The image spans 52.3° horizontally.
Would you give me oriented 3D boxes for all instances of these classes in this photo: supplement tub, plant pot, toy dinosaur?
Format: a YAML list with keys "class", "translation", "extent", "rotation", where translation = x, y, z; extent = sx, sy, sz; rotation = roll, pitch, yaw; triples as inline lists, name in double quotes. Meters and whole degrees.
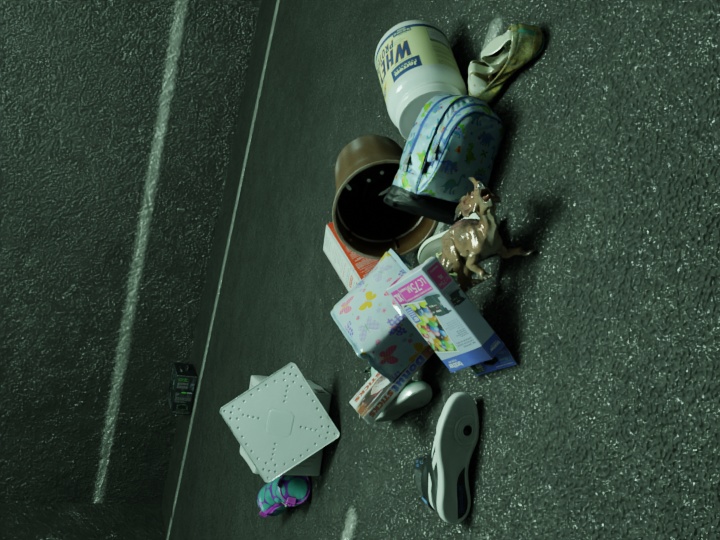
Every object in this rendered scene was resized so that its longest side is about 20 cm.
- class: "supplement tub"
  translation: [0.110, -0.336, 1.318]
  extent: [0.145, 0.144, 0.201]
  rotation: [121, 148, -43]
- class: "plant pot"
  translation: [0.033, -0.156, 1.402]
  extent: [0.199, 0.199, 0.201]
  rotation: [-106, 31, -57]
- class: "toy dinosaur"
  translation: [0.159, -0.049, 1.081]
  extent: [0.200, 0.086, 0.136]
  rotation: [-36, 82, 46]

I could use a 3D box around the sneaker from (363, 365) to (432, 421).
- class: "sneaker"
  translation: [0.063, 0.201, 1.341]
  extent: [0.200, 0.073, 0.119]
  rotation: [135, 131, -59]

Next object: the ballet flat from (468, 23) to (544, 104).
- class: "ballet flat"
  translation: [0.212, -0.326, 1.173]
  extent: [0.200, 0.070, 0.071]
  rotation: [142, 132, -60]

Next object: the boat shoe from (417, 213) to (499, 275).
- class: "boat shoe"
  translation: [0.156, -0.029, 1.203]
  extent: [0.202, 0.072, 0.061]
  rotation: [-37, 44, 55]

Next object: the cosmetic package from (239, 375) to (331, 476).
- class: "cosmetic package"
  translation: [-0.183, 0.370, 1.766]
  extent: [0.165, 0.164, 0.201]
  rotation: [-170, 88, -68]

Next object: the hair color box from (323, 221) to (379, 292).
- class: "hair color box"
  translation: [0.000, 0.000, 1.457]
  extent: [0.200, 0.061, 0.102]
  rotation: [59, 160, 22]

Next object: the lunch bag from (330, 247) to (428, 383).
- class: "lunch bag"
  translation: [0.050, 0.068, 1.294]
  extent: [0.170, 0.127, 0.200]
  rotation: [-45, 36, 3]

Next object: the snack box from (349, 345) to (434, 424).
- class: "snack box"
  translation: [0.064, 0.176, 1.287]
  extent: [0.200, 0.024, 0.072]
  rotation: [-48, 23, -4]

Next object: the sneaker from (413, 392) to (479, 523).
- class: "sneaker"
  translation: [0.126, 0.287, 1.167]
  extent: [0.112, 0.073, 0.201]
  rotation: [-176, 92, -66]

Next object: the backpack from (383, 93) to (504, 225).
- class: "backpack"
  translation: [0.146, -0.186, 1.194]
  extent: [0.154, 0.163, 0.201]
  rotation: [6, 82, 59]

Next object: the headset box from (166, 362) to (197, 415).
- class: "headset box"
  translation: [-0.810, 0.529, 3.325]
  extent: [0.174, 0.092, 0.201]
  rotation: [-149, 69, -66]

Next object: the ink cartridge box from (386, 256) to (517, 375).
- class: "ink cartridge box"
  translation: [0.134, 0.082, 1.101]
  extent: [0.042, 0.200, 0.119]
  rotation: [-42, 4, -29]

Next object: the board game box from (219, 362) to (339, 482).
- class: "board game box"
  translation: [-0.181, 0.340, 1.651]
  extent: [0.200, 0.200, 0.026]
  rotation: [57, 178, -3]

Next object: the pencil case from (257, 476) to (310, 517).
- class: "pencil case"
  translation: [-0.196, 0.561, 1.841]
  extent: [0.200, 0.085, 0.093]
  rotation: [-48, 13, 55]
